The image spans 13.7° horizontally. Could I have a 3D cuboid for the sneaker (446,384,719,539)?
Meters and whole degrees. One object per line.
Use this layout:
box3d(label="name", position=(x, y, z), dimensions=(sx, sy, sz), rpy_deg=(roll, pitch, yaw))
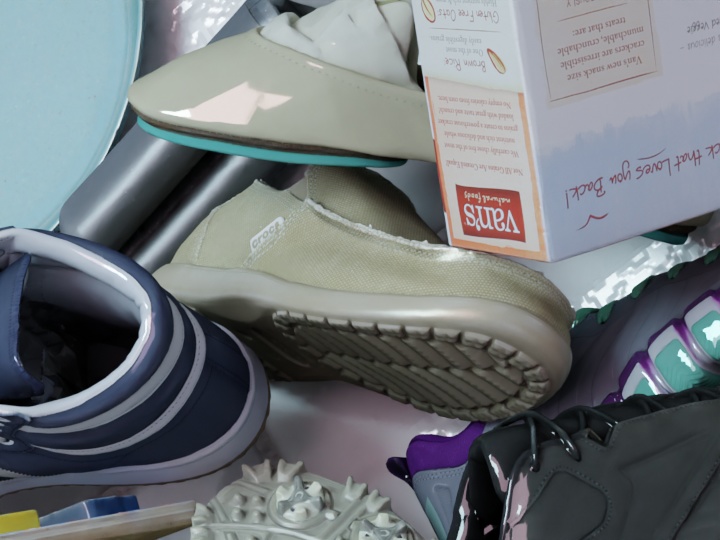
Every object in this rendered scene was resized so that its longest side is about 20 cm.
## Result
box3d(label="sneaker", position=(0.081, 0.068, 0.876), dimensions=(0.200, 0.076, 0.091), rpy_deg=(-41, 97, -16))

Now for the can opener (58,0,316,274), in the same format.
box3d(label="can opener", position=(-0.031, -0.080, 1.073), dimensions=(0.200, 0.053, 0.067), rpy_deg=(-47, 29, 9))

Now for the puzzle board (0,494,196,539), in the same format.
box3d(label="puzzle board", position=(-0.172, 0.109, 0.994), dimensions=(0.199, 0.150, 0.018), rpy_deg=(-23, 77, 42))

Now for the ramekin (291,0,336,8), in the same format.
box3d(label="ramekin", position=(0.013, -0.195, 0.999), dimensions=(0.199, 0.105, 0.201), rpy_deg=(-4, 59, 7))

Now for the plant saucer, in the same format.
box3d(label="plant saucer", position=(-0.164, -0.079, 1.143), dimensions=(0.199, 0.027, 0.201), rpy_deg=(-7, 73, 25))

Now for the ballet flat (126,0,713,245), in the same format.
box3d(label="ballet flat", position=(0.026, -0.060, 0.974), dimensions=(0.199, 0.069, 0.070), rpy_deg=(11, 79, -11))

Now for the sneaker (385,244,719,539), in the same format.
box3d(label="sneaker", position=(0.090, 0.023, 0.964), dimensions=(0.200, 0.074, 0.088), rpy_deg=(-44, 56, 10))

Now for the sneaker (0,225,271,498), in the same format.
box3d(label="sneaker", position=(-0.138, 0.041, 0.968), dimensions=(0.199, 0.109, 0.070), rpy_deg=(-12, 69, 11))

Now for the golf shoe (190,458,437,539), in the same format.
box3d(label="golf shoe", position=(0.015, 0.150, 0.953), dimensions=(0.078, 0.097, 0.200), rpy_deg=(-32, 62, -25))

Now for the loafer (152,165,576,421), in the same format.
box3d(label="loafer", position=(0.000, 0.000, 0.987), dimensions=(0.199, 0.076, 0.069), rpy_deg=(8, 67, 51))

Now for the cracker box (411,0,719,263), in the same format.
box3d(label="cracker box", position=(0.079, -0.116, 0.905), dimensions=(0.058, 0.133, 0.201), rpy_deg=(9, 112, 56))
